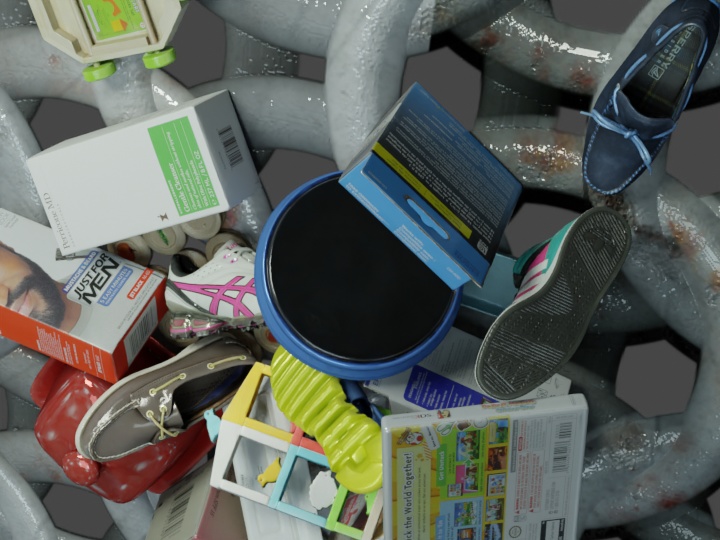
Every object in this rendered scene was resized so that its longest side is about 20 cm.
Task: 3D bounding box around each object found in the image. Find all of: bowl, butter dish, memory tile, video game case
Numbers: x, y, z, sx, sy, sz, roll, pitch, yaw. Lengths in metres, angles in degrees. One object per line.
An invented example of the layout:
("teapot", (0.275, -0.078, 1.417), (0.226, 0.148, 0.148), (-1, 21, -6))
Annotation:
("bowl", (0.000, 0.000, 1.339), (0.200, 0.201, 0.039), (28, 167, 1))
("butter dish", (-0.268, 0.172, 1.538), (0.200, 0.148, 0.199), (40, 126, -6))
("memory tile", (-0.164, 0.021, 1.499), (0.153, 0.017, 0.201), (-22, 109, 28))
("video game case", (0.110, 0.201, 1.300), (0.181, 0.023, 0.201), (-6, 127, -6))

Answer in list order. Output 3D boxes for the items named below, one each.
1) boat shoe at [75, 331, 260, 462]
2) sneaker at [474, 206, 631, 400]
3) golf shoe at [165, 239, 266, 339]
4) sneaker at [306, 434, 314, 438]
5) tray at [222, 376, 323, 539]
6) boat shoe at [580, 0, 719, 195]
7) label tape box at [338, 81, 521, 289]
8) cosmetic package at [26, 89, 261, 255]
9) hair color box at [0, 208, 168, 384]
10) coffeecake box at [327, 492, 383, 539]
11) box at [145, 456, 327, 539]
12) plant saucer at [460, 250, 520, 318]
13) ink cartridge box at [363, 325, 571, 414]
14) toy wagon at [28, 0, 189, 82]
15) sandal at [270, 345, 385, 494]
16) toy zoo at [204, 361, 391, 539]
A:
("boat shoe", (-0.192, 0.134, 1.452), (0.059, 0.199, 0.072), (31, 145, 49))
("sneaker", (0.163, 0.036, 1.309), (0.083, 0.200, 0.121), (38, 168, 2))
("golf shoe", (-0.115, 0.014, 1.416), (0.199, 0.072, 0.093), (-7, 91, 31))
("sneaker", (-0.003, 0.101, 1.457), (0.099, 0.071, 0.201), (21, 119, 12))
("tray", (-0.096, 0.209, 1.471), (0.107, 0.022, 0.201), (-20, 79, 42))
("boat shoe", (0.238, -0.147, 1.235), (0.084, 0.069, 0.201), (22, 123, 6))
("label tape box", (0.057, -0.063, 1.265), (0.144, 0.200, 0.063), (43, 122, -8))
("cosmetic package", (-0.210, -0.094, 1.402), (0.199, 0.085, 0.108), (-16, 102, 24))
("hair color box", (-0.310, 0.025, 1.476), (0.199, 0.111, 0.064), (20, 144, 13))
("coffeecake box", (0.066, 0.240, 1.462), (0.200, 0.154, 0.073), (-33, 107, 31))
("box", (-0.128, 0.321, 1.572), (0.109, 0.128, 0.200), (-36, 114, 29))
("plant saucer", (0.119, 0.006, 1.394), (0.199, 0.019, 0.070), (20, 123, 8))
("ink cartridge box", (0.101, 0.114, 1.394), (0.199, 0.100, 0.039), (26, 153, -8))
("toy wagon", (-0.219, -0.264, 1.341), (0.199, 0.040, 0.156), (-8, 116, 22))
("sandal", (-0.017, 0.138, 1.373), (0.079, 0.087, 0.200), (-42, 56, 13))
("toy zoo", (-0.061, 0.174, 1.417), (0.199, 0.020, 0.132), (19, 79, 8))
